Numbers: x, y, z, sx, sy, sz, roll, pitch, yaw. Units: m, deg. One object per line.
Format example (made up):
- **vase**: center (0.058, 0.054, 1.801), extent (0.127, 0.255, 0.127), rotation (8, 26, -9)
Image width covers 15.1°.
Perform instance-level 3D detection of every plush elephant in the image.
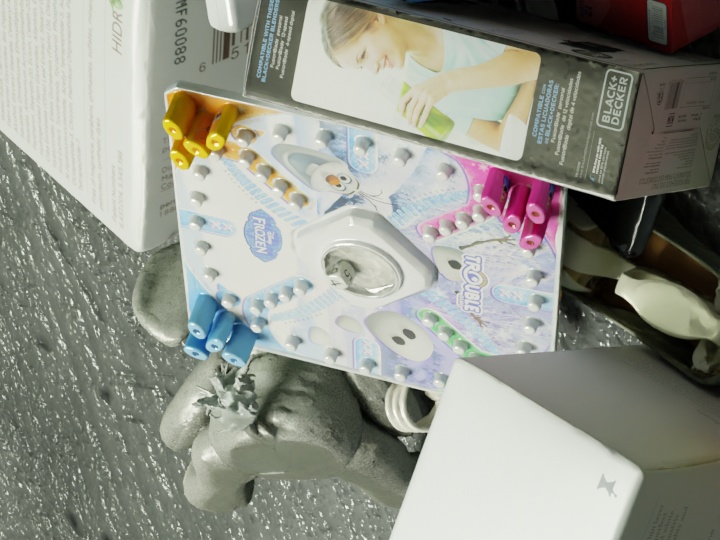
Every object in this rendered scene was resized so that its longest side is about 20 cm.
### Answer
- **plush elephant**: center (-0.046, 0.044, 1.619), extent (0.164, 0.155, 0.200), rotation (-4, 154, 16)

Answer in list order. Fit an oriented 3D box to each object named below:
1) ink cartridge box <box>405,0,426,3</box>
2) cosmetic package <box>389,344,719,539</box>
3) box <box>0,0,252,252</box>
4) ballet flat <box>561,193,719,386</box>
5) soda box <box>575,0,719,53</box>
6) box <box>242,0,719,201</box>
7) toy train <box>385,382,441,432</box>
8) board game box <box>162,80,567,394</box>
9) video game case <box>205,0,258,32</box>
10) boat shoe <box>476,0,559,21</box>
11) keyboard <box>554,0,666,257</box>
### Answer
- **ink cartridge box**: center (0.046, -0.245, 1.259), extent (0.147, 0.086, 0.200), rotation (-92, -4, -62)
- **cosmetic package**: center (0.112, 0.151, 1.333), extent (0.123, 0.200, 0.200), rotation (30, 108, 33)
- **box**: center (-0.091, -0.158, 1.473), extent (0.171, 0.199, 0.200), rotation (41, 142, 33)
- **ballet flat**: center (0.137, -0.002, 1.378), extent (0.200, 0.064, 0.068), rotation (34, 108, 36)
- **soda box**: center (0.138, -0.206, 1.231), extent (0.063, 0.070, 0.200), rotation (26, 133, 41)
- **box**: center (0.060, -0.089, 1.270), extent (0.200, 0.117, 0.060), rotation (17, 104, 26)
- **toy train**: center (0.024, -0.021, 1.466), extent (0.200, 0.150, 0.056), rotation (67, 164, -14)
- **board game box**: center (0.000, 0.000, 1.352), extent (0.200, 0.026, 0.200), rotation (14, 143, 11)
- **video game case**: center (-0.018, -0.240, 1.325), extent (0.023, 0.182, 0.200), rotation (18, 127, 40)
- **boat shoe**: center (0.056, -0.068, 1.374), extent (0.072, 0.068, 0.200), rotation (45, 138, 51)
- **keyboard**: center (0.109, -0.105, 1.378), extent (0.200, 0.040, 0.104), rotation (53, 145, 37)
